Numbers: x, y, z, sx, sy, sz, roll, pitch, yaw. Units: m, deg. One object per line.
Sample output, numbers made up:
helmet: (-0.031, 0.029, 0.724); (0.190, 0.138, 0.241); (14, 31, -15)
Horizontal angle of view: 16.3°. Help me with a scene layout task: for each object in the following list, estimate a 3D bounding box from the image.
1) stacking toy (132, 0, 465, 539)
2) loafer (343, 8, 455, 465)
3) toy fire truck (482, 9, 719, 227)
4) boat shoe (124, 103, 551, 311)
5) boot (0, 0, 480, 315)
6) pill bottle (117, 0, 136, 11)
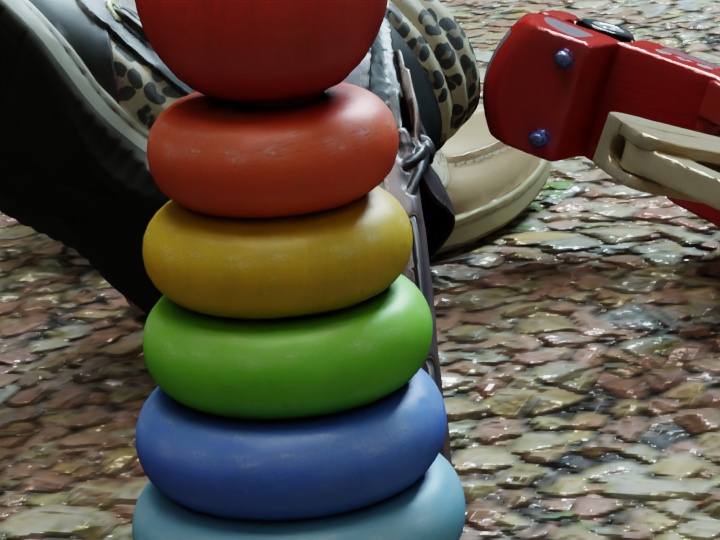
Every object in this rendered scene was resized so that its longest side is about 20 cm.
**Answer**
stacking toy: (-0.019, 0.010, 0.547); (0.085, 0.200, 0.085); (-5, 17, 1)
loafer: (0.000, 0.000, 0.719); (0.063, 0.072, 0.200); (11, 49, -5)
toy fire truck: (0.121, -0.034, 0.834); (0.200, 0.049, 0.141); (22, 15, 20)
boat shoe: (-0.004, -0.038, 0.923); (0.071, 0.065, 0.200); (11, 24, 43)
boot: (-0.061, -0.073, 0.834); (0.073, 0.204, 0.154); (-46, 5, 45)
pill bottle: (-0.066, -0.082, 1.000); (0.112, 0.112, 0.200); (4, 20, 27)
